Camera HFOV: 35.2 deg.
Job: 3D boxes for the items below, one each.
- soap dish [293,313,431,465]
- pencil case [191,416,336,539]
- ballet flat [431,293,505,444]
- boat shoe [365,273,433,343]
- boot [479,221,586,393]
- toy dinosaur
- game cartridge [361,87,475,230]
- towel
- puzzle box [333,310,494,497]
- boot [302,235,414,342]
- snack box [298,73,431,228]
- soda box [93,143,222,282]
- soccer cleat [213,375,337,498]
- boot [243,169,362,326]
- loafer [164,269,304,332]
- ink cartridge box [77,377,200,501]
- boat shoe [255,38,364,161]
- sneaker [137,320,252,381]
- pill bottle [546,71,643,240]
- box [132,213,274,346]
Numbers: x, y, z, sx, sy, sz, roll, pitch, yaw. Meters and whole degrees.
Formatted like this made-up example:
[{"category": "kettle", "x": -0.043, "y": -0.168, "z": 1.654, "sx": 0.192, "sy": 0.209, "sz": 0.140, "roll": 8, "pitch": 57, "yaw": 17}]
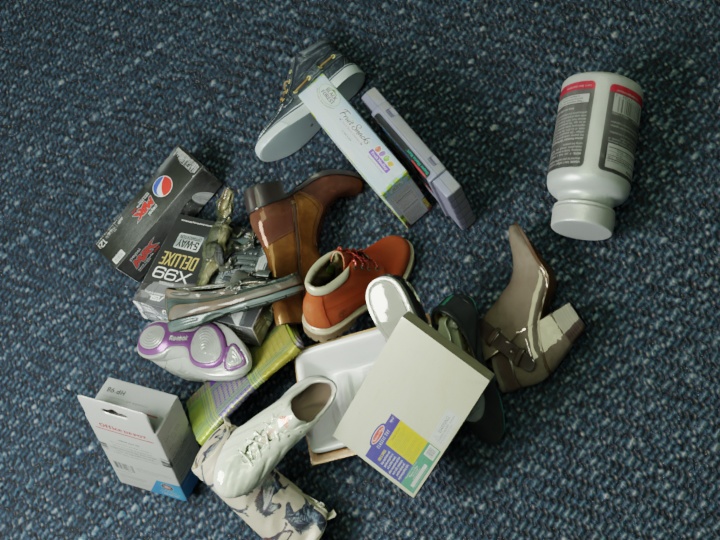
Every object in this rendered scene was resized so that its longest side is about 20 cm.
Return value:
[{"category": "soap dish", "x": 0.018, "y": 0.161, "z": 1.511, "sx": 0.198, "sy": 0.081, "sz": 0.159, "roll": -16, "pitch": 70, "yaw": 13}, {"category": "pencil case", "x": -0.129, "y": 0.286, "z": 1.479, "sx": 0.200, "sy": 0.078, "sz": 0.090, "roll": 44, "pitch": 78, "yaw": -7}, {"category": "ballet flat", "x": 0.131, "y": 0.132, "z": 1.455, "sx": 0.072, "sy": 0.073, "sz": 0.203, "roll": -12, "pitch": 92, "yaw": 15}, {"category": "boat shoe", "x": 0.065, "y": 0.100, "z": 1.431, "sx": 0.073, "sy": 0.060, "sz": 0.202, "roll": -25, "pitch": 87, "yaw": 21}, {"category": "boot", "x": 0.199, "y": 0.054, "z": 1.492, "sx": 0.146, "sy": 0.070, "sz": 0.201, "roll": -36, "pitch": 59, "yaw": 14}, {"category": "toy dinosaur", "x": -0.194, "y": -0.026, "z": 1.588, "sx": 0.087, "sy": 0.048, "sz": 0.202, "roll": 0, "pitch": 55, "yaw": 32}, {"category": "game cartridge", "x": 0.078, "y": -0.152, "z": 1.556, "sx": 0.038, "sy": 0.130, "sz": 0.201, "roll": -40, "pitch": 66, "yaw": 4}, {"category": "towel", "x": -0.158, "y": 0.144, "z": 1.564, "sx": 0.200, "sy": 0.023, "sz": 0.144, "roll": -44, "pitch": 21, "yaw": 1}, {"category": "puzzle box", "x": 0.062, "y": 0.167, "z": 1.397, "sx": 0.132, "sy": 0.025, "sz": 0.201, "roll": 36, "pitch": 117, "yaw": 12}, {"category": "boot", "x": 0.000, "y": 0.000, "z": 1.525, "sx": 0.075, "sy": 0.108, "sz": 0.200, "roll": 31, "pitch": 57, "yaw": 31}, {"category": "snack box", "x": 0.008, "y": -0.165, "z": 1.576, "sx": 0.053, "sy": 0.142, "sz": 0.201, "roll": -40, "pitch": 66, "yaw": 2}, {"category": "soda box", "x": -0.301, "y": -0.085, "z": 1.697, "sx": 0.063, "sy": 0.071, "sz": 0.200, "roll": 40, "pitch": 89, "yaw": 29}, {"category": "soccer cleat", "x": -0.107, "y": 0.202, "z": 1.420, "sx": 0.069, "sy": 0.077, "sz": 0.200, "roll": 47, "pitch": 68, "yaw": -4}, {"category": "boot", "x": -0.056, "y": -0.033, "z": 1.583, "sx": 0.068, "sy": 0.187, "sz": 0.203, "roll": -27, "pitch": 77, "yaw": 54}, {"category": "loafer", "x": -0.173, "y": 0.028, "z": 1.506, "sx": 0.198, "sy": 0.072, "sz": 0.064, "roll": -18, "pitch": 87, "yaw": 14}, {"category": "ink cartridge box", "x": -0.292, "y": 0.217, "z": 1.533, "sx": 0.114, "sy": 0.201, "sz": 0.067, "roll": 12, "pitch": 50, "yaw": 21}, {"category": "boat shoe", "x": -0.092, "y": -0.252, "z": 1.681, "sx": 0.200, "sy": 0.071, "sz": 0.091, "roll": -41, "pitch": 65, "yaw": -4}, {"category": "sneaker", "x": -0.217, "y": 0.118, "z": 1.586, "sx": 0.198, "sy": 0.100, "sz": 0.076, "roll": 10, "pitch": 67, "yaw": 37}, {"category": "pill bottle", "x": 0.304, "y": -0.148, "z": 1.487, "sx": 0.109, "sy": 0.111, "sz": 0.203, "roll": 7, "pitch": 76, "yaw": 20}, {"category": "box", "x": -0.204, "y": 0.011, "z": 1.623, "sx": 0.198, "sy": 0.050, "sz": 0.159, "roll": 12, "pitch": 59, "yaw": 22}]
